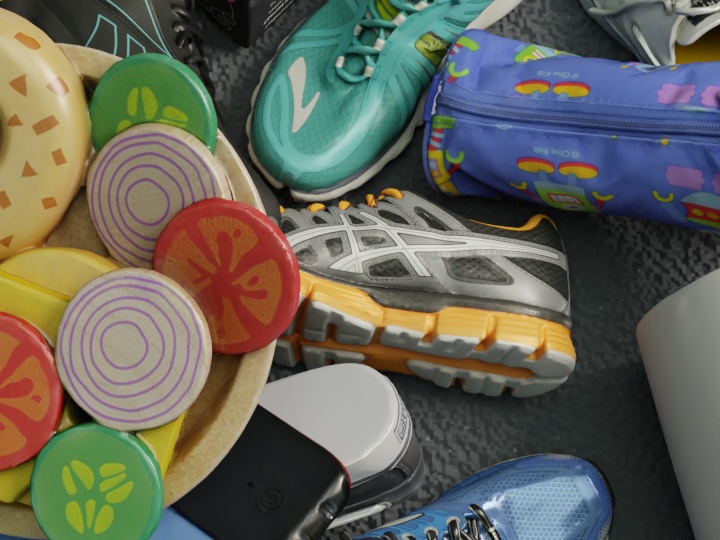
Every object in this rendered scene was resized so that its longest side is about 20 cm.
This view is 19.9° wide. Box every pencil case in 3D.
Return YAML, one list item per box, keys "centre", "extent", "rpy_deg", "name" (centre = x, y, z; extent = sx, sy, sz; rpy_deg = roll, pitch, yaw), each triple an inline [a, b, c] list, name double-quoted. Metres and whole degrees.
- centre: [0.120, -0.059, 0.884]
  extent: [0.199, 0.087, 0.079]
  rpy_deg: [9, 82, 32]
  name: "pencil case"

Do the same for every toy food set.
- centre: [-0.122, 0.007, 0.792]
  extent: [0.197, 0.049, 0.201]
  rpy_deg: [20, 98, 10]
  name: "toy food set"

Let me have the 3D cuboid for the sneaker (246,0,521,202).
- centre: [0.018, -0.120, 0.939]
  extent: [0.077, 0.080, 0.200]
  rpy_deg: [36, 77, 7]
  name: "sneaker"

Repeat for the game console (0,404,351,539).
- centre: [-0.126, 0.114, 0.822]
  extent: [0.176, 0.031, 0.200]
  rpy_deg: [29, 69, 32]
  name: "game console"

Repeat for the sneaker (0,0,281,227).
- centre: [-0.093, -0.089, 0.861]
  extent: [0.079, 0.076, 0.200]
  rpy_deg: [-39, 71, -16]
  name: "sneaker"

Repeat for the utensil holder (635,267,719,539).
- centre: [0.217, 0.094, 0.847]
  extent: [0.169, 0.170, 0.201]
  rpy_deg: [-14, 75, -6]
  name: "utensil holder"

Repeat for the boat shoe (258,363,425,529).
- centre: [-0.070, 0.093, 0.884]
  extent: [0.199, 0.068, 0.072]
  rpy_deg: [-15, 49, 9]
  name: "boat shoe"

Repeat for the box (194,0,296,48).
- centre: [-0.078, -0.228, 0.946]
  extent: [0.200, 0.115, 0.132]
  rpy_deg: [43, 76, 7]
  name: "box"

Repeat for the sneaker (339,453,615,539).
- centre: [0.023, 0.140, 0.865]
  extent: [0.199, 0.089, 0.079]
  rpy_deg: [-31, 80, -10]
  name: "sneaker"

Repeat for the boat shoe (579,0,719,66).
- centre: [0.155, -0.114, 0.940]
  extent: [0.074, 0.086, 0.203]
  rpy_deg: [-24, 78, -9]
  name: "boat shoe"

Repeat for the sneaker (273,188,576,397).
- centre: [0.000, 0.000, 0.915]
  extent: [0.199, 0.078, 0.078]
  rpy_deg: [12, 65, -5]
  name: "sneaker"
